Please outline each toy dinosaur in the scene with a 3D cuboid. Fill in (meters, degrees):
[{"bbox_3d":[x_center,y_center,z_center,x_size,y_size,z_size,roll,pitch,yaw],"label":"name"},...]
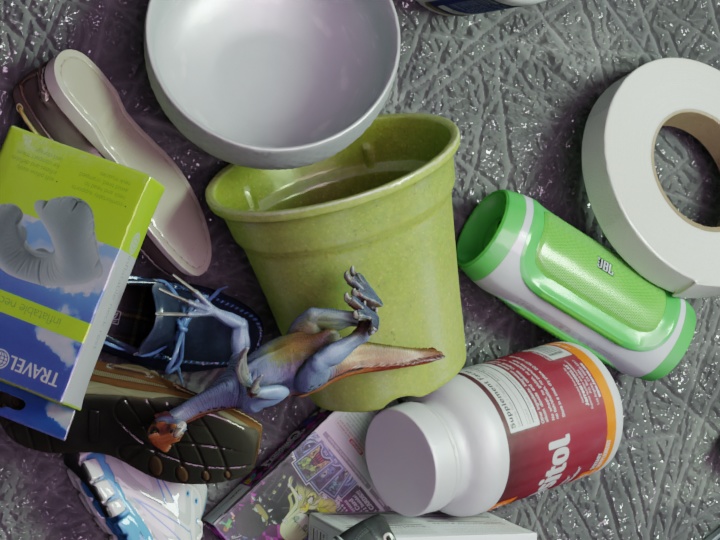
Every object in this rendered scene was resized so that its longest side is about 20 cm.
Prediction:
[{"bbox_3d":[-0.060,0.083,1.571,0.181,0.105,0.200,-42,118,14],"label":"toy dinosaur"}]

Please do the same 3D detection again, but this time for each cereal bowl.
[{"bbox_3d":[-0.071,-0.162,1.681,0.198,0.083,0.202,4,65,-8],"label":"cereal bowl"}]

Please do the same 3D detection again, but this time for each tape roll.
[{"bbox_3d":[0.274,-0.077,1.825,0.201,0.037,0.204,12,67,-28],"label":"tape roll"}]

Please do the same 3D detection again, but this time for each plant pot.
[{"bbox_3d":[0.000,0.000,1.690,0.199,0.200,0.185,-23,111,-19],"label":"plant pot"}]

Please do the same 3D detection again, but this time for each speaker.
[{"bbox_3d":[0.178,0.013,1.802,0.199,0.088,0.089,30,81,-20],"label":"speaker"}]

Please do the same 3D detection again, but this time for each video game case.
[{"bbox_3d":[0.002,0.212,1.765,0.181,0.036,0.200,-44,106,-14],"label":"video game case"}]

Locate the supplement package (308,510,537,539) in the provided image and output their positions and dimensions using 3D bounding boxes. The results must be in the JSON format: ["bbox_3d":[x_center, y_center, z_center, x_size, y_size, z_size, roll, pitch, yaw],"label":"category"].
[{"bbox_3d":[0.045,0.296,1.708,0.155,0.111,0.202,1,94,-20],"label":"supplement package"}]

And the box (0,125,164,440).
[{"bbox_3d":[-0.235,0.009,1.597,0.121,0.048,0.201,19,83,14],"label":"box"}]

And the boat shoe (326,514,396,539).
[{"bbox_3d":[0.044,0.271,1.613,0.056,0.069,0.201,-36,101,-13],"label":"boat shoe"}]

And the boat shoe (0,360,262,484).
[{"bbox_3d":[-0.170,0.101,1.647,0.198,0.074,0.076,13,123,2],"label":"boat shoe"}]

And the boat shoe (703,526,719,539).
[{"bbox_3d":[0.330,0.252,1.881,0.072,0.062,0.200,43,78,-17],"label":"boat shoe"}]

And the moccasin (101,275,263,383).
[{"bbox_3d":[-0.166,0.043,1.677,0.198,0.068,0.081,7,90,-21],"label":"moccasin"}]

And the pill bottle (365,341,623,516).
[{"bbox_3d":[0.104,0.129,1.734,0.199,0.113,0.114,-14,97,-39],"label":"pill bottle"}]

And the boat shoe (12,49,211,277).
[{"bbox_3d":[-0.189,-0.073,1.669,0.201,0.059,0.072,54,34,-18],"label":"boat shoe"}]

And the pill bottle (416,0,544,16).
[{"bbox_3d":[0.109,-0.259,1.703,0.110,0.200,0.112,-1,93,-21],"label":"pill bottle"}]

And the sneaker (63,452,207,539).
[{"bbox_3d":[-0.144,0.208,1.692,0.086,0.075,0.201,-31,103,-23],"label":"sneaker"}]
